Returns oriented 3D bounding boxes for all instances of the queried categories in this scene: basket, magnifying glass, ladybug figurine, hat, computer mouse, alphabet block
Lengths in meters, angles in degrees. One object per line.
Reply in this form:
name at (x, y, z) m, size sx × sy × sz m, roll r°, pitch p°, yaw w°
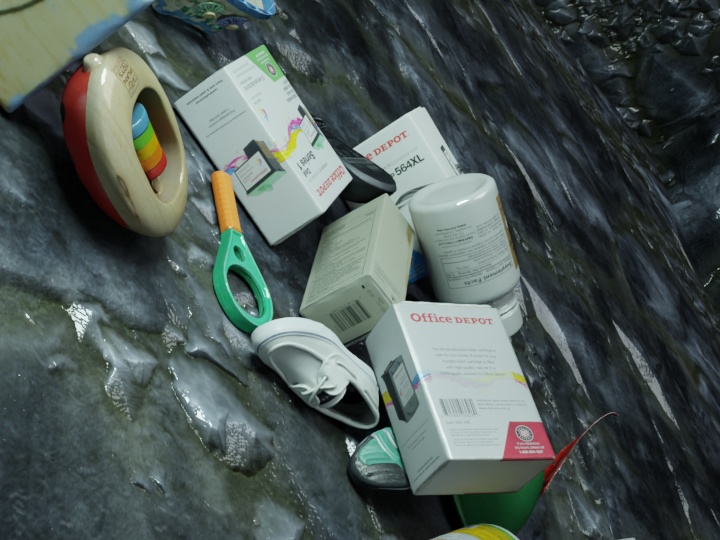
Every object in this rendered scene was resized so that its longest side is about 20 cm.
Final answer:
basket at (-0.150, -0.376, 1.481) m, size 0.176 × 0.200 × 0.139 m, roll 10°, pitch 53°, yaw -61°
magnifying glass at (-0.135, -0.023, 1.320) m, size 0.080 × 0.022 × 0.200 m, roll 30°, pitch 36°, yaw -49°
ladybug figurine at (-0.221, -0.117, 1.133) m, size 0.136 × 0.072 × 0.200 m, roll -75°, pitch 157°, yaw -45°
hat at (0.219, 0.244, 1.500) m, size 0.166 × 0.176 × 0.200 m, roll 48°, pitch 28°, yaw -39°
computer mouse at (-0.040, -0.139, 1.577) m, size 0.200 × 0.053 × 0.138 m, roll 39°, pitch 19°, yaw 25°
alphabet block at (-0.293, -0.301, 1.114) m, size 0.200 × 0.195 × 0.196 m, roll 50°, pitch 23°, yaw -20°

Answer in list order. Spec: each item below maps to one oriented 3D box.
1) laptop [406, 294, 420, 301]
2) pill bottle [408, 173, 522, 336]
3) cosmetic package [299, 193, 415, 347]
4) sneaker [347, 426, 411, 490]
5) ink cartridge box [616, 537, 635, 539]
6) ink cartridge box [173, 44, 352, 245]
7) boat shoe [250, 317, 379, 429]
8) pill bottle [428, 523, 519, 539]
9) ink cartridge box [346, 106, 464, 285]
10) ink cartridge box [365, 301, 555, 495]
laptop at (0.076, 0.134, 1.579) m, size 0.200 × 0.116 × 0.187 m, roll 36°, pitch 15°, yaw 21°
pill bottle at (0.140, -0.012, 1.560) m, size 0.114 × 0.114 × 0.200 m, roll -64°, pitch 139°, yaw -63°
cosmetic package at (0.000, 0.000, 1.466) m, size 0.071 × 0.105 × 0.200 m, roll 53°, pitch 25°, yaw -21°
sneaker at (0.056, 0.216, 1.375) m, size 0.200 × 0.088 × 0.074 m, roll -13°, pitch 61°, yaw -41°
ink cartridge box at (0.328, 0.441, 1.628) m, size 0.200 × 0.085 × 0.145 m, roll 14°, pitch 50°, yaw -58°
ink cartridge box at (-0.109, -0.149, 1.443) m, size 0.200 × 0.084 × 0.145 m, roll 56°, pitch 23°, yaw -10°
boat shoe at (-0.038, 0.112, 1.290) m, size 0.200 × 0.074 × 0.065 m, roll 32°, pitch 31°, yaw -46°
pill bottle at (0.095, 0.327, 1.252) m, size 0.200 × 0.111 × 0.111 m, roll 6°, pitch 57°, yaw -62°
ink cartridge box at (0.068, -0.099, 1.668) m, size 0.200 × 0.146 × 0.084 m, roll 58°, pitch 23°, yaw -2°
ink cartridge box at (0.107, 0.140, 1.348) m, size 0.147 × 0.086 × 0.200 m, roll 5°, pitch 49°, yaw -31°
